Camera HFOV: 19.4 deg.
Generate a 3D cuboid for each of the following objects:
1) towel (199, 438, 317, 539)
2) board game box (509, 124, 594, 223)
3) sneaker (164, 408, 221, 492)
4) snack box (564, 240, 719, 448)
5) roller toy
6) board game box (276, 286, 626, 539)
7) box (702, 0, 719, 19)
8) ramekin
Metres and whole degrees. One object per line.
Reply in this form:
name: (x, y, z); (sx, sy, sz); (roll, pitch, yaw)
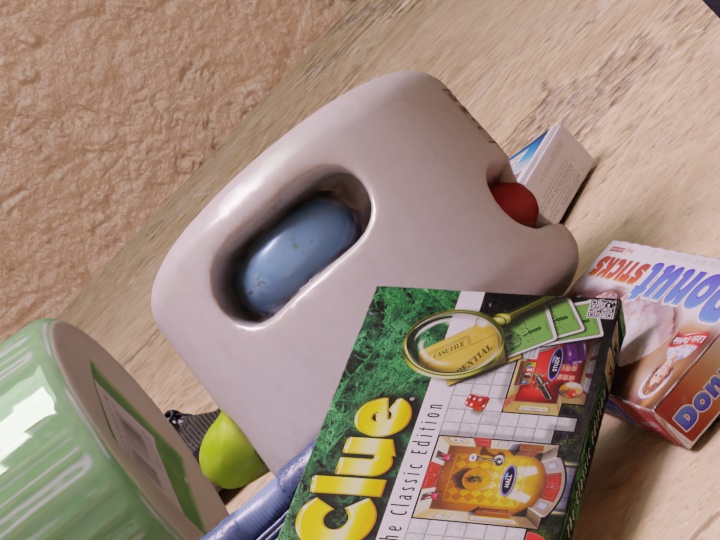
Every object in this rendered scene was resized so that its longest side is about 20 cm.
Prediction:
towel: (-0.007, 0.109, 0.914); (0.200, 0.049, 0.112); (-42, -19, 15)
board game box: (0.041, 0.005, 1.226); (0.200, 0.035, 0.126); (-37, 13, 43)
sneaker: (-0.147, 0.114, 1.353); (0.199, 0.114, 0.076); (-28, 22, 54)
snack box: (0.118, 0.026, 0.866); (0.072, 0.024, 0.200); (-48, 10, -4)
roller toy: (0.000, 0.000, 1.000); (0.200, 0.140, 0.183); (-33, -11, -34)
board game box: (0.030, 0.081, 0.775); (0.104, 0.024, 0.201); (1, 41, 19)
box: (0.212, -0.202, 0.881); (0.198, 0.200, 0.123); (-39, 11, 27)
ramekin: (-0.147, 0.122, 1.105); (0.097, 0.200, 0.200); (-37, 11, 4)
